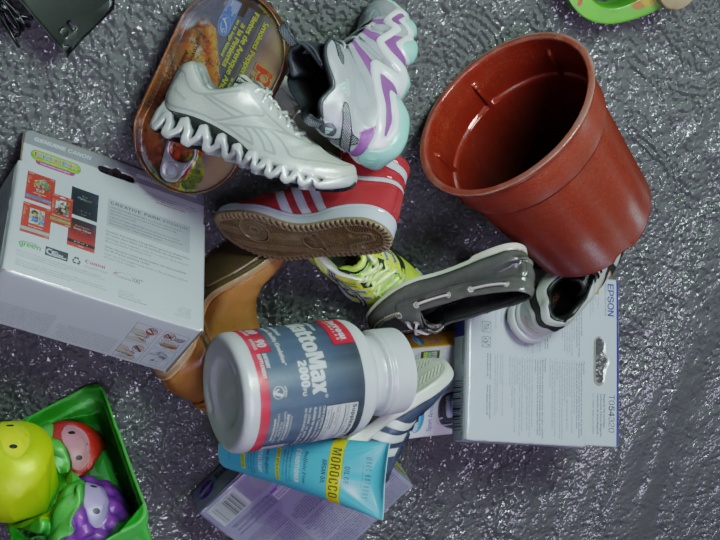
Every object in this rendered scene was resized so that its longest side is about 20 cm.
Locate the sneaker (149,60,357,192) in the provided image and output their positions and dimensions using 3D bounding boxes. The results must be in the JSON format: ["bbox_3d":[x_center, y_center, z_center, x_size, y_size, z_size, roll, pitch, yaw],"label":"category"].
[{"bbox_3d":[-0.091,-0.128,1.130,0.198,0.075,0.082,22,94,6],"label":"sneaker"}]

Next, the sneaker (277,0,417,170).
[{"bbox_3d":[-0.019,-0.203,1.159,0.139,0.201,0.078,26,136,-30],"label":"sneaker"}]

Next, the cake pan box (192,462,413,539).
[{"bbox_3d":[-0.067,0.254,1.429,0.200,0.052,0.184,-45,119,3],"label":"cake pan box"}]

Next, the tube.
[{"bbox_3d":[-0.057,0.202,1.304,0.050,0.198,0.078,-7,103,-59],"label":"tube"}]

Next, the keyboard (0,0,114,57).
[{"bbox_3d":[-0.315,-0.282,1.104,0.104,0.039,0.200,-50,122,-21],"label":"keyboard"}]

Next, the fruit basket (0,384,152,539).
[{"bbox_3d":[-0.307,0.202,1.225,0.155,0.216,0.217,-27,120,-7],"label":"fruit basket"}]

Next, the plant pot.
[{"bbox_3d":[0.197,-0.106,1.291,0.201,0.201,0.195,-45,129,4],"label":"plant pot"}]

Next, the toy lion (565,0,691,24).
[{"bbox_3d":[0.235,-0.344,1.265,0.190,0.069,0.201,-20,119,-3],"label":"toy lion"}]

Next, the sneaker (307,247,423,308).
[{"bbox_3d":[0.000,0.000,1.321,0.199,0.076,0.076,30,99,-32],"label":"sneaker"}]

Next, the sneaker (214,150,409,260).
[{"bbox_3d":[-0.043,-0.074,1.220,0.071,0.198,0.113,60,42,-46],"label":"sneaker"}]

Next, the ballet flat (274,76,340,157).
[{"bbox_3d":[-0.068,-0.141,1.236,0.200,0.069,0.070,39,96,-30],"label":"ballet flat"}]

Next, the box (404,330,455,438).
[{"bbox_3d":[0.114,0.129,1.446,0.198,0.042,0.120,-2,114,-18],"label":"box"}]

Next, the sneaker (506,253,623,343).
[{"bbox_3d":[0.249,0.002,1.382,0.074,0.080,0.200,44,66,-8],"label":"sneaker"}]

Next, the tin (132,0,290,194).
[{"bbox_3d":[-0.140,-0.168,1.184,0.111,0.042,0.201,31,103,9],"label":"tin"}]

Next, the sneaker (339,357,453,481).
[{"bbox_3d":[0.029,0.179,1.370,0.199,0.075,0.085,-36,118,-2],"label":"sneaker"}]

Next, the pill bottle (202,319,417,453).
[{"bbox_3d":[-0.049,0.112,1.263,0.198,0.120,0.121,-6,116,-29],"label":"pill bottle"}]

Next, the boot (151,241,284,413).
[{"bbox_3d":[-0.123,0.065,1.304,0.200,0.077,0.155,-43,122,0],"label":"boot"}]

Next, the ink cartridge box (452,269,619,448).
[{"bbox_3d":[0.199,0.099,1.409,0.198,0.043,0.199,7,79,-23],"label":"ink cartridge box"}]

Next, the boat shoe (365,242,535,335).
[{"bbox_3d":[0.091,0.034,1.295,0.199,0.057,0.067,-26,149,26],"label":"boat shoe"}]

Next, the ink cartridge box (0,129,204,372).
[{"bbox_3d":[-0.253,-0.019,1.194,0.199,0.177,0.084,20,136,-27],"label":"ink cartridge box"}]
